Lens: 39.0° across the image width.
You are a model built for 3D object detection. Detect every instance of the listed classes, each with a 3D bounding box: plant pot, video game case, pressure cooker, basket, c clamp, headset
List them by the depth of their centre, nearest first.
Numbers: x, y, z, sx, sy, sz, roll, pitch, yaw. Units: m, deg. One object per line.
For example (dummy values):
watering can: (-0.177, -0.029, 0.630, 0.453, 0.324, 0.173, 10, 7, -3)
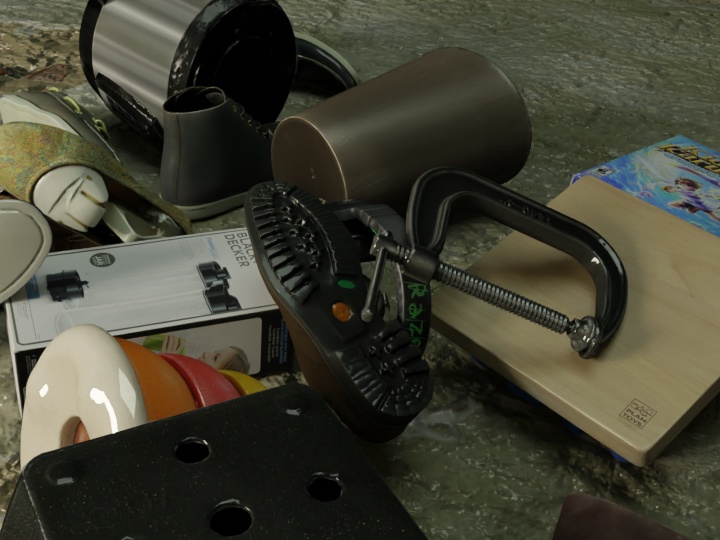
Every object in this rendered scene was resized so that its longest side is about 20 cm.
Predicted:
plant pot: (-0.058, 0.170, 0.434, 0.197, 0.180, 0.200, -13, 36, -26)
c clamp: (0.096, 0.003, 0.689, 0.196, 0.027, 0.173, 19, 44, -11)
headset: (0.000, 0.000, 0.768, 0.092, 0.126, 0.199, -8, 27, -31)
basket: (0.028, -0.114, 0.942, 0.198, 0.139, 0.179, -25, 30, -34)
video game case: (0.331, -0.058, 0.980, 0.179, 0.046, 0.199, -19, 40, -36)
pressure cooker: (-0.184, -0.224, 1.036, 0.198, 0.179, 0.177, 30, 35, 28)

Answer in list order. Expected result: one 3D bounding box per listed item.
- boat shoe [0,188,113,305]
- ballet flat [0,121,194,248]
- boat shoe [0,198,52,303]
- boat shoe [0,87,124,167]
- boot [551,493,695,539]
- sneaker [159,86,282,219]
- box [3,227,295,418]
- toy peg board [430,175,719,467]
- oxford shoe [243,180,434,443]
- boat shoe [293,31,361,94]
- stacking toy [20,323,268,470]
boat shoe: (-0.264, -0.025, 0.804, 0.071, 0.074, 0.199, 26, 37, 30)
ballet flat: (-0.197, -0.048, 0.782, 0.071, 0.071, 0.199, 40, 4, 42)
boat shoe: (-0.299, 0.005, 0.702, 0.198, 0.074, 0.061, -32, 21, 6)
boat shoe: (-0.274, -0.127, 0.965, 0.060, 0.073, 0.200, -26, 40, -33)
boot: (0.167, 0.199, 0.521, 0.197, 0.074, 0.166, 18, 36, 26)
sneaker: (-0.106, -0.129, 0.962, 0.074, 0.108, 0.199, 25, 37, 28)
box: (-0.156, 0.032, 0.744, 0.196, 0.061, 0.117, -7, 35, -20)
toy peg board: (0.186, 0.052, 0.761, 0.198, 0.099, 0.199, -36, 48, -26)
oxford shoe: (-0.030, 0.030, 0.689, 0.072, 0.085, 0.202, -16, 65, -28)
boat shoe: (-0.086, -0.246, 1.207, 0.198, 0.072, 0.068, 29, 74, 21)
stacking toy: (-0.089, 0.105, 0.607, 0.197, 0.148, 0.146, 1, 28, -39)
